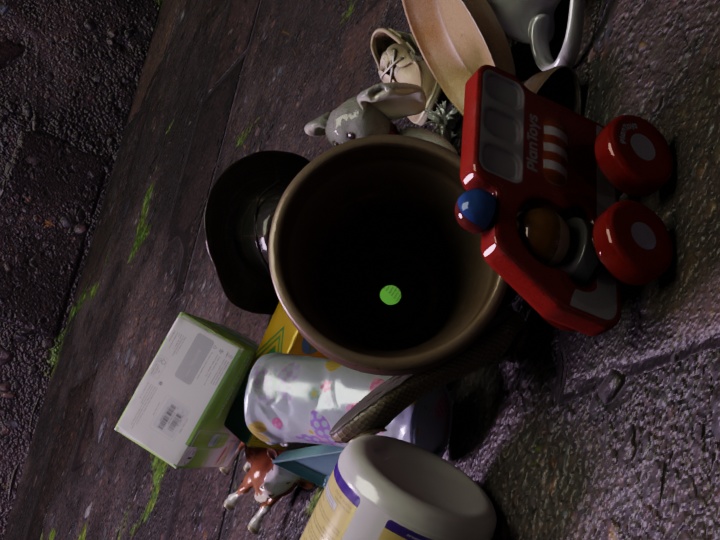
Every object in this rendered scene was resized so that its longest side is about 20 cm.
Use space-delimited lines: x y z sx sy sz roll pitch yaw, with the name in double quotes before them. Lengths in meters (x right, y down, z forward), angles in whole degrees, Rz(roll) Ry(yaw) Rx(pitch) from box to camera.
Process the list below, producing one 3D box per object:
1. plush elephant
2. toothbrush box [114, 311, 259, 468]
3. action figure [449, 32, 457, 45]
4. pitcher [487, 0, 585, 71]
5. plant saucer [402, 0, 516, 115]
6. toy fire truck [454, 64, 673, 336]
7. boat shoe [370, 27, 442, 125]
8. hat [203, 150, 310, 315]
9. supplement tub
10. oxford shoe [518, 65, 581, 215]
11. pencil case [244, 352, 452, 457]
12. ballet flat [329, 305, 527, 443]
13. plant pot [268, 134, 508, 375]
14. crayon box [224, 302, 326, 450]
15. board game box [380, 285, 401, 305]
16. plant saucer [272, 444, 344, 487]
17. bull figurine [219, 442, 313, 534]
"plush elephant" 0.024 -0.122 1.494 0.165 0.154 0.201 -35 40 57
"toothbrush box" -0.173 0.137 1.546 0.146 0.086 0.200 -60 -12 -2
"action figure" 0.141 -0.312 1.516 0.201 0.065 0.099 -60 29 20
"pitcher" 0.192 -0.305 1.333 0.172 0.121 0.201 61 141 38
"plant saucer" 0.106 -0.236 1.423 0.035 0.201 0.200 -30 17 -11
"toy fire truck" 0.148 -0.053 1.095 0.112 0.167 0.201 -42 33 51
"boat shoe" 0.051 -0.237 1.669 0.072 0.065 0.200 -59 22 25
"hat" -0.068 -0.042 1.501 0.081 0.200 0.202 -4 65 48
"supplement tub" 0.012 0.258 1.174 0.201 0.145 0.145 -64 21 13
"oxford shoe" 0.161 -0.105 1.252 0.084 0.072 0.201 -37 37 52
"pencil case" -0.013 0.131 1.312 0.199 0.083 0.091 5 88 28
"ballet flat" 0.063 0.100 1.217 0.199 0.047 0.067 -32 4 -9
"plant pot" 0.024 0.004 1.203 0.175 0.199 0.201 90 -165 -75
"crayon box" -0.053 0.099 1.515 0.051 0.127 0.201 34 103 42
"board game box" 0.072 0.013 1.324 0.102 0.047 0.201 43 117 25
"plant saucer" -0.025 0.200 1.433 0.200 0.070 0.019 -22 43 64
"bull figurine" -0.108 0.225 1.614 0.122 0.065 0.200 -50 19 18
